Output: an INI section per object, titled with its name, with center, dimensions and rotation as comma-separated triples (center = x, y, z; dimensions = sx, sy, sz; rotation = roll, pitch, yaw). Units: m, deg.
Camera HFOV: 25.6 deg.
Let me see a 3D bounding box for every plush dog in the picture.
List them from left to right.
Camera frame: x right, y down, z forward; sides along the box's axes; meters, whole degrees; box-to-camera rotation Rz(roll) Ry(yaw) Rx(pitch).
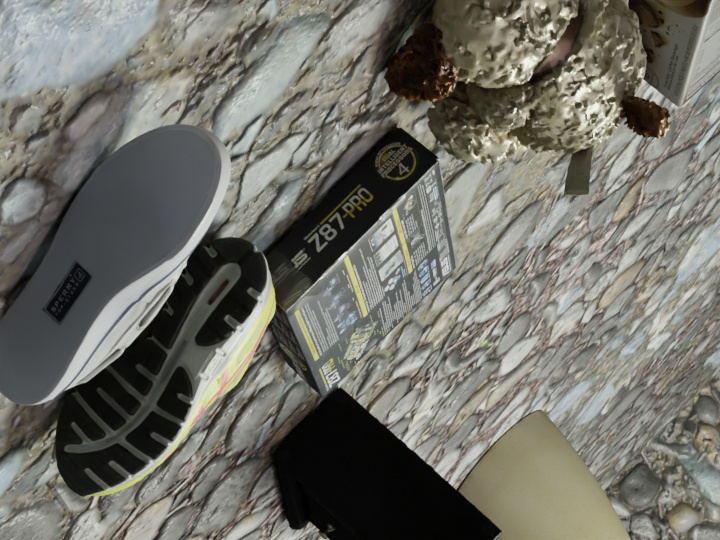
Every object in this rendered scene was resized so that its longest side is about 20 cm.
[plush dog]
center = 0.115, -0.156, 1.070
dimensions = 0.171, 0.161, 0.201
rotation = 28, 103, -42

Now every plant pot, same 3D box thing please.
[plant pot]
center = 0.250, 0.322, 2.080
dimensions = 0.187, 0.200, 0.188
rotation = -40, 158, -19

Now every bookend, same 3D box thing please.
[bookend]
center = 0.024, 0.238, 1.473
dimensions = 0.092, 0.198, 0.200
rotation = -43, 160, -18

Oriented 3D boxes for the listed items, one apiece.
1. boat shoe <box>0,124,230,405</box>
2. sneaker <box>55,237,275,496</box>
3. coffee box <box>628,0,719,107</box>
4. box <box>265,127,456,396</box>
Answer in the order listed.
[boat shoe]
center = -0.138, -0.005, 0.911
dimensions = 0.200, 0.074, 0.065
rotation = -45, 166, 19
[sneaker]
center = -0.121, 0.074, 1.063
dimensions = 0.200, 0.078, 0.090
rotation = -48, 162, -3
[coffee box]
center = 0.241, -0.233, 1.197
dimensions = 0.080, 0.113, 0.200
rotation = -40, 159, -19
[box]
center = 0.000, 0.000, 1.216
dimensions = 0.161, 0.049, 0.200
rotation = -46, 160, -11
